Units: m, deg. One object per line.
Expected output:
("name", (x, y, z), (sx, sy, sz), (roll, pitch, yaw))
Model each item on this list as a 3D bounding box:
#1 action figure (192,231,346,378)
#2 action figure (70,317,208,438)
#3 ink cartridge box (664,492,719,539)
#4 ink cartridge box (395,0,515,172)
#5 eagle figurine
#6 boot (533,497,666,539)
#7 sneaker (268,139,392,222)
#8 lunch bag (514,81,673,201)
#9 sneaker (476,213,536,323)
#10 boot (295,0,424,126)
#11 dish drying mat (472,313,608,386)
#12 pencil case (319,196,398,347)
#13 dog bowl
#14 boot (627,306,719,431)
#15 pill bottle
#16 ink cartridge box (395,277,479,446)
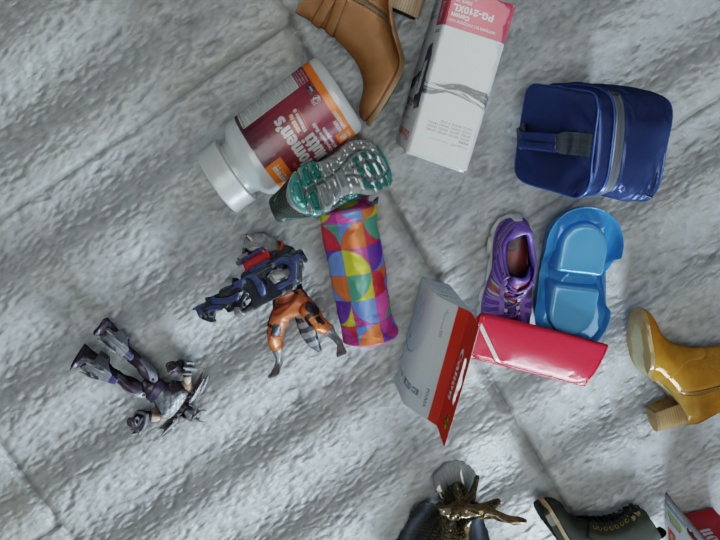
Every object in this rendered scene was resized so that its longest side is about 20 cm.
("action figure", (-0.124, 0.042, 1.183), (0.196, 0.104, 0.198), (-16, 98, 28))
("action figure", (-0.296, 0.157, 1.192), (0.199, 0.069, 0.131), (38, 89, -16))
("ink cartridge box", (0.519, 0.437, 1.248), (0.082, 0.200, 0.180), (-10, 105, -2))
("ink cartridge box", (0.114, -0.239, 1.088), (0.082, 0.145, 0.205), (15, 102, -6))
("eagle figurine", (0.134, 0.401, 1.267), (0.151, 0.150, 0.203), (38, 138, 27))
("boot", (0.358, 0.374, 1.294), (0.138, 0.078, 0.201), (-40, 116, 1))
("sneaker", (-0.041, -0.111, 1.113), (0.090, 0.198, 0.079), (-23, 89, 45))
("lunch bag", (0.277, -0.167, 1.097), (0.129, 0.199, 0.140), (1, 102, -23))
("sneaker", (0.205, 0.027, 1.189), (0.078, 0.084, 0.205), (-3, 106, -3))
("boot", (-0.013, -0.301, 1.105), (0.151, 0.074, 0.205), (17, 89, -9))
("dish drying mat", (0.240, 0.111, 1.193), (0.195, 0.018, 0.078), (15, 119, -13))
("pencil case", (0.000, 0.000, 1.170), (0.086, 0.089, 0.205), (-8, 104, -2))
("dog bowl", (0.298, 0.009, 1.210), (0.108, 0.050, 0.205), (6, 102, -6))
("boot", (0.470, 0.126, 1.247), (0.141, 0.071, 0.206), (-19, 107, -6))
("pill bottle", (-0.104, -0.169, 1.107), (0.198, 0.110, 0.110), (-36, 103, 4))
("ink cartridge box", (0.097, 0.115, 1.142), (0.046, 0.200, 0.164), (13, 102, -8))
